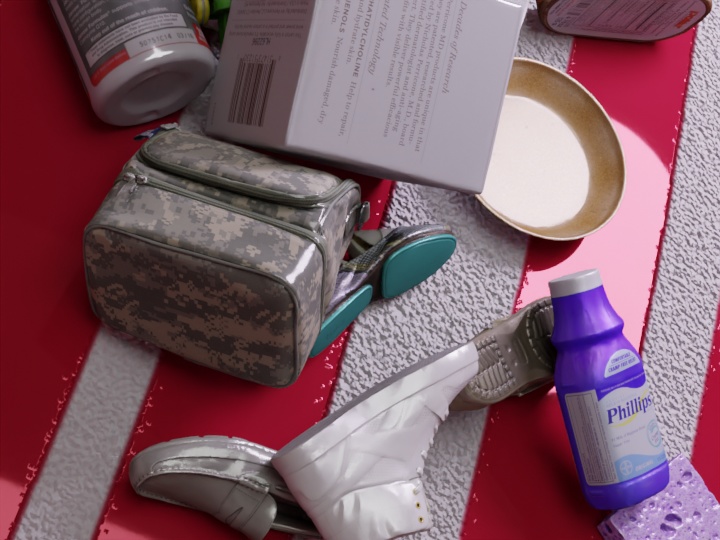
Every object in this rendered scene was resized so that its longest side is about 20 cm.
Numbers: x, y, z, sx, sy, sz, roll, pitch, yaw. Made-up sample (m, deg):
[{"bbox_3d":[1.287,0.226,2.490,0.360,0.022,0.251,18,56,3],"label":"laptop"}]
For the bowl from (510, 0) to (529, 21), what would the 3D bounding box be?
[{"bbox_3d":[0.084,-0.312,1.374,0.200,0.074,0.201,50,42,-27],"label":"bowl"}]

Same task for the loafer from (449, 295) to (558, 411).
[{"bbox_3d":[0.132,0.075,1.251,0.199,0.068,0.077,-14,83,-46],"label":"loafer"}]

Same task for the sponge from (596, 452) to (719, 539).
[{"bbox_3d":[0.308,0.277,1.252,0.111,0.030,0.201,-31,81,-32],"label":"sponge"}]

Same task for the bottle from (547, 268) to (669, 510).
[{"bbox_3d":[0.210,0.101,1.222,0.083,0.065,0.203,-16,93,-40],"label":"bottle"}]

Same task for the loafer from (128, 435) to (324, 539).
[{"bbox_3d":[-0.084,0.176,1.102,0.197,0.070,0.071,9,54,-21],"label":"loafer"}]

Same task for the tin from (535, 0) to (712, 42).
[{"bbox_3d":[0.273,-0.280,1.460,0.197,0.112,0.043,1,75,-23],"label":"tin"}]

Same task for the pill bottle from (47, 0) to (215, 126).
[{"bbox_3d":[-0.213,-0.239,1.220,0.113,0.114,0.202,-17,74,-29],"label":"pill bottle"}]

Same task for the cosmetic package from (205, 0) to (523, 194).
[{"bbox_3d":[0.000,-0.170,1.199,0.198,0.167,0.169,11,92,-32],"label":"cosmetic package"}]

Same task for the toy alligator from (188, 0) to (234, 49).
[{"bbox_3d":[-0.130,-0.284,1.262,0.058,0.054,0.203,-4,68,-23],"label":"toy alligator"}]

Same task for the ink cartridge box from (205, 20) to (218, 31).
[{"bbox_3d":[-0.065,-0.279,1.344,0.197,0.048,0.147,17,60,-16],"label":"ink cartridge box"}]

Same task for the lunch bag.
[{"bbox_3d":[-0.108,-0.027,1.131,0.197,0.141,0.169,16,47,12],"label":"lunch bag"}]

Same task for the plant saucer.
[{"bbox_3d":[0.166,-0.114,1.375,0.197,0.035,0.203,11,62,-20],"label":"plant saucer"}]

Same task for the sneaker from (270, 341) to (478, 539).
[{"bbox_3d":[0.035,0.147,1.112,0.199,0.074,0.117,-31,91,-26],"label":"sneaker"}]

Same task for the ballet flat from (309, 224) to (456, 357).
[{"bbox_3d":[0.000,0.000,1.230,0.199,0.072,0.072,-34,82,-34],"label":"ballet flat"}]
